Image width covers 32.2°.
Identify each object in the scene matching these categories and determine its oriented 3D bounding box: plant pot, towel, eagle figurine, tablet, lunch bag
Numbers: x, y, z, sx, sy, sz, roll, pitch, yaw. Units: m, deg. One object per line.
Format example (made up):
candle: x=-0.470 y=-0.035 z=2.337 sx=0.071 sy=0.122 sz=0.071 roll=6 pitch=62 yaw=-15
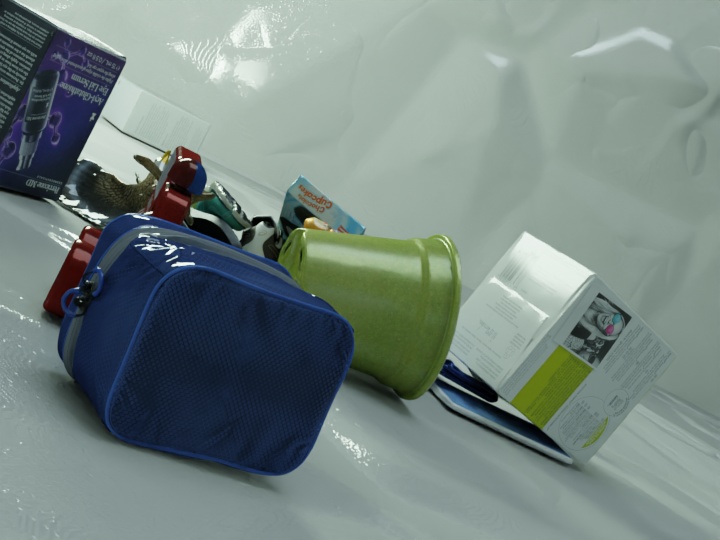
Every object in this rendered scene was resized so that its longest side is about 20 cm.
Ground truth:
plant pot: x=-0.005 y=0.036 z=1.459 sx=0.182 sy=0.203 sz=0.200 roll=13 pitch=10 yaw=-19
towel: x=0.095 y=0.116 z=1.750 sx=0.199 sy=0.024 sz=0.144 roll=33 pitch=0 yaw=44
eagle figurine: x=-0.279 y=-0.087 z=1.579 sx=0.198 sy=0.151 sz=0.153 roll=-6 pitch=-65 yaw=43
tablet: x=0.182 y=0.199 z=1.671 sx=0.198 sy=0.014 sz=0.130 roll=26 pitch=6 yaw=-18
lunch bag: x=-0.121 y=0.049 z=0.898 sx=0.199 sy=0.137 sz=0.132 roll=23 pitch=7 yaw=-35

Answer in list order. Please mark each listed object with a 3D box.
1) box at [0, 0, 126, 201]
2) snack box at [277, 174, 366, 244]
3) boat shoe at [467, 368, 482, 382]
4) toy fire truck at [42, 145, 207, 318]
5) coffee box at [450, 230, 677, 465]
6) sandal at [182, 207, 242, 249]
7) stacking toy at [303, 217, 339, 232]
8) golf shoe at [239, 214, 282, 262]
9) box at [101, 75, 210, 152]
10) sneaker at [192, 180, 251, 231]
box: x=-0.393 y=-0.200 z=1.480 sx=0.104 sy=0.202 sz=0.148 roll=30 pitch=7 yaw=22
snack box: x=-0.061 y=-0.049 z=1.746 sx=0.116 sy=0.037 sz=0.200 roll=39 pitch=-21 yaw=5
boat shoe: x=0.252 y=0.171 z=1.940 sx=0.198 sy=0.072 sz=0.063 roll=24 pitch=-12 yaw=26
toy fire truck: x=-0.186 y=-0.026 z=1.086 sx=0.111 sy=0.169 sz=0.200 roll=26 pitch=6 yaw=-11
coffee box: x=0.266 y=0.104 z=1.708 sx=0.197 sy=0.201 sz=0.200 roll=39 pitch=1 yaw=-28
sandal: x=-0.235 y=-0.051 z=1.670 sx=0.199 sy=0.077 sz=0.043 roll=31 pitch=44 yaw=28
stacking toy: x=0.000 y=0.000 z=1.620 sx=0.200 sy=0.110 sz=0.116 roll=44 pitch=13 yaw=-18
golf shoe: x=-0.138 y=-0.033 z=1.781 sx=0.077 sy=0.095 sz=0.200 roll=26 pitch=4 yaw=-6
box: x=-0.478 y=-0.351 z=2.913 sx=0.199 sy=0.107 sz=0.152 roll=24 pitch=7 yaw=-36
sneaker: x=-0.212 y=-0.071 z=1.725 sx=0.078 sy=0.080 sz=0.199 roll=52 pitch=-19 yaw=-20
